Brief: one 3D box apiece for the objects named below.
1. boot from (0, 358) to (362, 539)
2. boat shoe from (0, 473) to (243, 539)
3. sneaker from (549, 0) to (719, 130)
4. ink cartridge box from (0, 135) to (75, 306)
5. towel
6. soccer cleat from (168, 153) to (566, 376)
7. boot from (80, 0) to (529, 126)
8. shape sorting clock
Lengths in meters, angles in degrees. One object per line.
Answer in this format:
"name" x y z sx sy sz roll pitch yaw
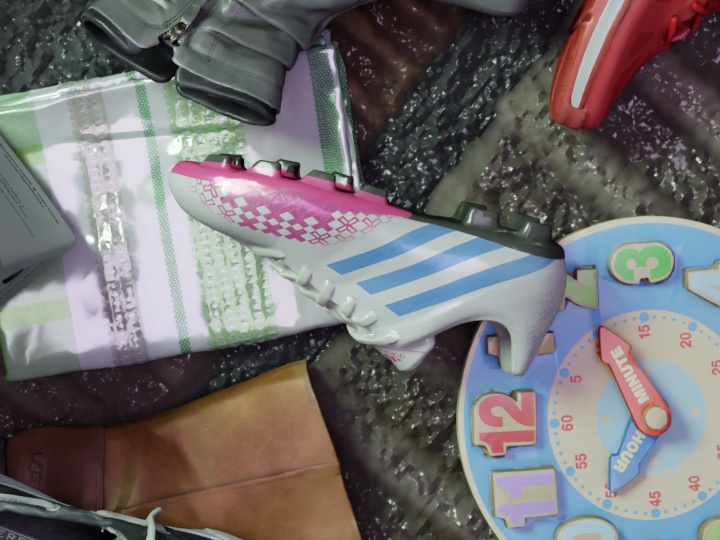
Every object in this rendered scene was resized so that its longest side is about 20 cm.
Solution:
"boot" -0.096 0.158 0.950 0.199 0.068 0.190 -12 86 -8
"boat shoe" -0.112 0.144 0.878 0.198 0.068 0.074 26 86 -12
"sneaker" 0.181 -0.142 0.920 0.115 0.078 0.201 28 93 -2
"ink cartridge box" -0.232 0.008 0.843 0.146 0.200 0.083 -38 89 12
"towel" -0.095 -0.031 0.942 0.199 0.031 0.150 -11 93 -1
"soccer cleat" 0.000 0.000 0.898 0.199 0.070 0.087 13 95 -3
"boot" -0.023 -0.125 0.904 0.199 0.070 0.132 19 73 8
"shape sorting clock" 0.147 0.073 0.950 0.198 0.039 0.202 0 94 -1
